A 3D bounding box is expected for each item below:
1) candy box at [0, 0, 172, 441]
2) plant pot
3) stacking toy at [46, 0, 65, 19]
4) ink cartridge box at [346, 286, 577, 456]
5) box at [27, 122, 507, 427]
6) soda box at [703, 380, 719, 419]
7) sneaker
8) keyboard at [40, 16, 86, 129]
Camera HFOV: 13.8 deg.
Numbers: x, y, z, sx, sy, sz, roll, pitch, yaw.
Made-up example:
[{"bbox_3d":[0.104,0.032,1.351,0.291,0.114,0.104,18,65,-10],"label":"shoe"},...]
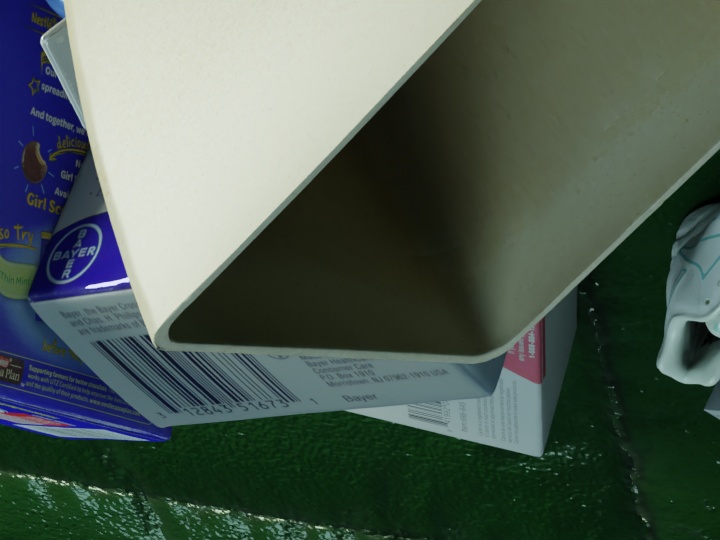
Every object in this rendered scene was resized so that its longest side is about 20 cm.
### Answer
[{"bbox_3d":[-0.143,-0.038,1.290,0.077,0.201,0.169,2,169,30],"label":"candy box"},{"bbox_3d":[0.010,-0.101,1.025,0.200,0.178,0.199,-45,153,27],"label":"plant pot"},{"bbox_3d":[-0.111,-0.136,1.153,0.085,0.086,0.200,1,162,29],"label":"stacking toy"},{"bbox_3d":[0.000,0.000,1.424,0.199,0.085,0.146,12,148,11],"label":"ink cartridge box"},{"bbox_3d":[-0.015,-0.049,1.245,0.183,0.201,0.105,-7,140,38],"label":"box"},{"bbox_3d":[0.229,0.055,1.324,0.068,0.064,0.200,30,171,-14],"label":"soda box"},{"bbox_3d":[0.186,-0.011,1.305,0.070,0.081,0.201,24,147,-3],"label":"sneaker"},{"bbox_3d":[-0.037,-0.131,1.164,0.011,0.200,0.056,39,163,43],"label":"keyboard"}]
